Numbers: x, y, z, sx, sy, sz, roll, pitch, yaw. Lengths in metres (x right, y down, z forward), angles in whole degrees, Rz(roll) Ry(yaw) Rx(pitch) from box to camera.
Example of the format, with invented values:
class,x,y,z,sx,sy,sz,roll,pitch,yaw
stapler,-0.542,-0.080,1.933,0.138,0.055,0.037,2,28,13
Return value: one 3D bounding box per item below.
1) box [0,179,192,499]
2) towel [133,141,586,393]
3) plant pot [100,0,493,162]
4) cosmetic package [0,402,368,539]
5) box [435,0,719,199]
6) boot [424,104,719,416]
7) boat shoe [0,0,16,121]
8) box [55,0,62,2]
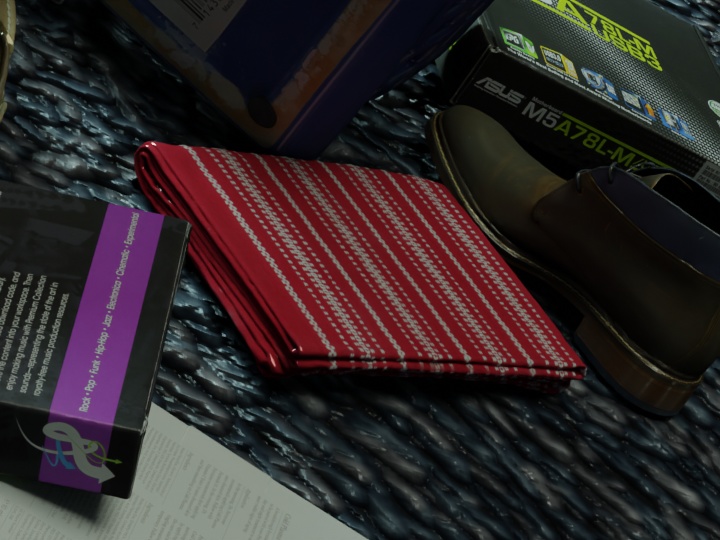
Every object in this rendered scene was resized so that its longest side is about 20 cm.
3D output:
class,x,y,z,sx,sy,sz,roll,pitch,yaw
box,-0.167,0.010,0.960,0.199,0.036,0.143,13,31,-3
towel,0.000,0.000,1.228,0.199,0.023,0.145,6,39,-46
plant pot,-0.021,-0.182,1.274,0.200,0.200,0.180,43,46,0
cosmetic package,-0.077,0.128,0.926,0.150,0.052,0.200,31,29,-4
box,0.122,-0.114,1.484,0.199,0.048,0.194,25,28,-23
boot,0.118,-0.033,1.324,0.075,0.097,0.200,-9,52,-52
boat shoe,-0.170,-0.083,1.106,0.072,0.065,0.200,44,28,-17
box,-0.187,-0.204,1.081,0.192,0.048,0.200,25,25,-12
